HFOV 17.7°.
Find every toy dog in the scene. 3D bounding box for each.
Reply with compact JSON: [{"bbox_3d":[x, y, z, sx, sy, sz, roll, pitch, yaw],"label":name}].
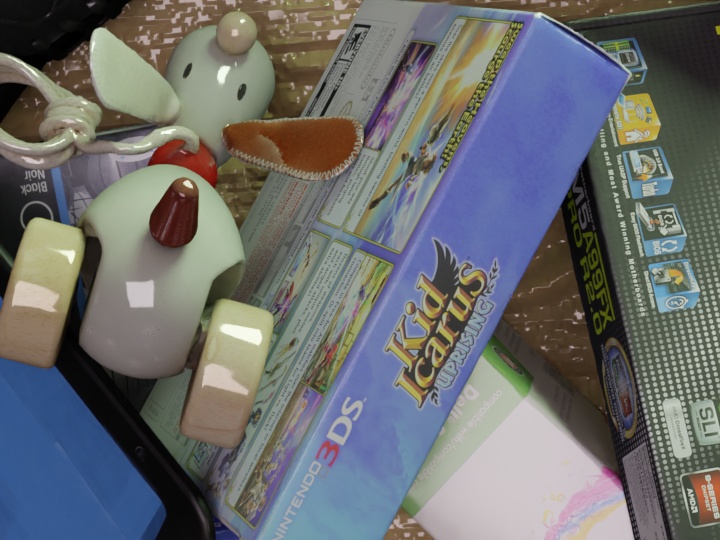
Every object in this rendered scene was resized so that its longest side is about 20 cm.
[{"bbox_3d":[-0.064,-0.037,0.815,0.131,0.201,0.097,6,135,-22],"label":"toy dog"}]

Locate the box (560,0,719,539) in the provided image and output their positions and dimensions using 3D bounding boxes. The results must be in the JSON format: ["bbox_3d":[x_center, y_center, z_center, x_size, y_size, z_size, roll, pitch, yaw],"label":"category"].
[{"bbox_3d":[0.160,0.000,0.836,0.159,0.044,0.202,-8,77,-11],"label":"box"}]

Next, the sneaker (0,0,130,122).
[{"bbox_3d":[-0.086,-0.121,0.906,0.111,0.073,0.201,30,98,5],"label":"sneaker"}]

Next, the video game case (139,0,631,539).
[{"bbox_3d":[0.000,0.000,0.837,0.045,0.181,0.201,29,89,-19],"label":"video game case"}]

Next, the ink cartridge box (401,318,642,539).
[{"bbox_3d":[0.089,0.104,0.887,0.200,0.117,0.067,43,98,1],"label":"ink cartridge box"}]

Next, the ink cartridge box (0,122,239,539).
[{"bbox_3d":[-0.102,0.044,0.947,0.099,0.039,0.202,-11,96,8],"label":"ink cartridge box"}]

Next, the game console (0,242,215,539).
[{"bbox_3d":[-0.169,0.092,0.845,0.175,0.117,0.200,-36,66,-13],"label":"game console"}]
